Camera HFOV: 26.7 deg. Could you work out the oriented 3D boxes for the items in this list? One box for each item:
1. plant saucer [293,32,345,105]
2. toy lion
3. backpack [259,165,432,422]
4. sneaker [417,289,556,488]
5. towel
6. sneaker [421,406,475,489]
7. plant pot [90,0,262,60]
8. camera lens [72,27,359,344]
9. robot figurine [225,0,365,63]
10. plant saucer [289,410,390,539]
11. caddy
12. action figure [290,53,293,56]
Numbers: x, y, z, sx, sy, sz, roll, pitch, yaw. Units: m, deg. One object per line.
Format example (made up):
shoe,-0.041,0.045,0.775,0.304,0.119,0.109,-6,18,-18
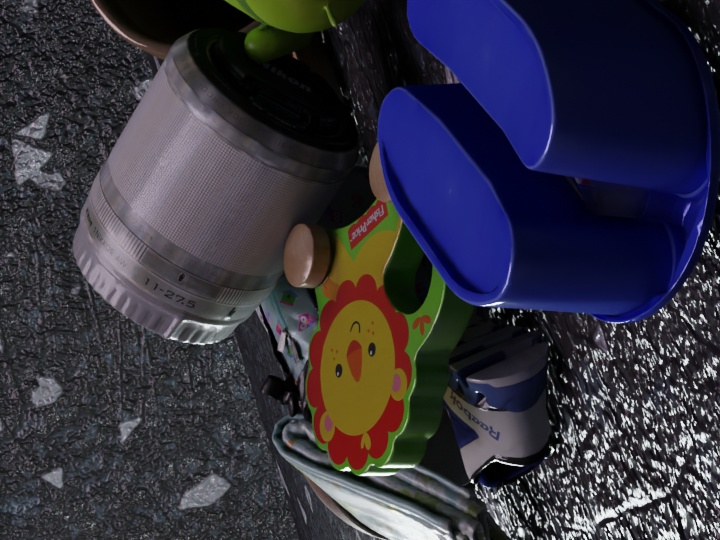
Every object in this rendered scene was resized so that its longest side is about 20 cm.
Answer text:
plant saucer,-0.050,-0.169,1.429,0.200,0.035,0.202,160,90,-80
toy lion,0.018,0.034,1.027,0.200,0.068,0.193,-43,50,48
backpack,-0.010,0.016,1.240,0.126,0.166,0.201,-41,58,34
sneaker,0.080,0.088,1.073,0.199,0.080,0.116,-136,31,-66
towel,0.036,0.195,1.246,0.199,0.048,0.171,23,161,33
sneaker,0.046,0.132,1.347,0.114,0.075,0.201,87,159,-50
plant pot,-0.114,-0.260,1.260,0.175,0.199,0.202,14,-125,-79
camera lens,-0.107,-0.067,1.138,0.201,0.159,0.160,-55,40,23
robot figurine,-0.061,-0.238,1.070,0.200,0.115,0.177,38,124,48
plant saucer,-0.004,0.165,1.437,0.200,0.037,0.202,33,-138,-35
caddy,0.088,-0.063,0.688,0.200,0.104,0.142,-121,37,-51
action figure,-0.109,-0.169,1.388,0.200,0.098,0.066,-156,46,-73
